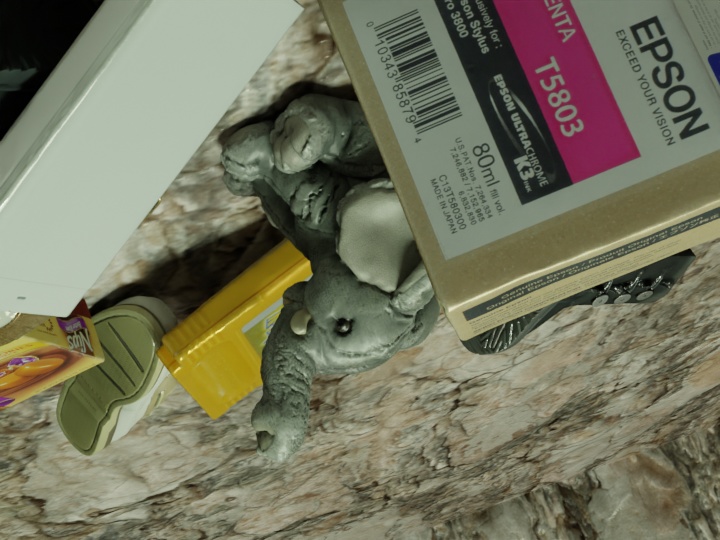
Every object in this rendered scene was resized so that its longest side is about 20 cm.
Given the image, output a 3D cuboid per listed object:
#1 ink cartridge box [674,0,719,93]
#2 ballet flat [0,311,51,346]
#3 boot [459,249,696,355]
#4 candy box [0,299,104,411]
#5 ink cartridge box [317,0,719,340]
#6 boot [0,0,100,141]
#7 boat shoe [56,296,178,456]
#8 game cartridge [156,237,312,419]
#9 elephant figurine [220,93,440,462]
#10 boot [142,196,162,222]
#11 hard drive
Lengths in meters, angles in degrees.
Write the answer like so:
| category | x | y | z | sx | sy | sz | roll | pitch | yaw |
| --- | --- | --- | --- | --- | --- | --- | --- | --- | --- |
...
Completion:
| category | x | y | z | sx | sy | sz | roll | pitch | yaw |
| --- | --- | --- | --- | --- | --- | --- | --- | --- | --- |
| ink cartridge box | 0.263 | -0.146 | 0.930 | 0.200 | 0.100 | 0.039 | -14 | 162 | -19 |
| ballet flat | -0.261 | 0.025 | 0.884 | 0.200 | 0.068 | 0.072 | -20 | 180 | 13 |
| boot | 0.211 | 0.021 | 1.419 | 0.200 | 0.066 | 0.165 | -10 | 161 | -43 |
| candy box | -0.295 | 0.071 | 1.002 | 0.200 | 0.057 | 0.117 | -26 | 161 | 11 |
| ink cartridge box | 0.086 | -0.089 | 0.734 | 0.165 | 0.200 | 0.075 | -23 | 163 | 5 |
| boot | -0.214 | -0.071 | 0.654 | 0.162 | 0.073 | 0.198 | -34 | 165 | 23 |
| boat shoe | -0.179 | 0.072 | 1.125 | 0.068 | 0.075 | 0.200 | -32 | 170 | -39 |
| game cartridge | -0.054 | 0.027 | 1.090 | 0.200 | 0.032 | 0.176 | -40 | 163 | -7 |
| elephant figurine | 0.000 | 0.000 | 0.891 | 0.155 | 0.200 | 0.141 | -30 | 160 | 24 |
| boot | -0.192 | -0.030 | 0.798 | 0.200 | 0.076 | 0.074 | -28 | 162 | 24 |
| hard drive | -0.114 | -0.065 | 0.680 | 0.200 | 0.026 | 0.132 | -51 | 165 | 7 |
